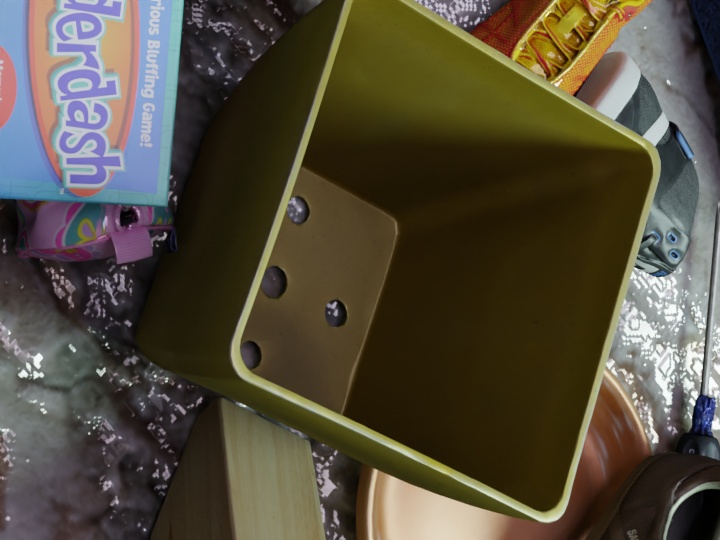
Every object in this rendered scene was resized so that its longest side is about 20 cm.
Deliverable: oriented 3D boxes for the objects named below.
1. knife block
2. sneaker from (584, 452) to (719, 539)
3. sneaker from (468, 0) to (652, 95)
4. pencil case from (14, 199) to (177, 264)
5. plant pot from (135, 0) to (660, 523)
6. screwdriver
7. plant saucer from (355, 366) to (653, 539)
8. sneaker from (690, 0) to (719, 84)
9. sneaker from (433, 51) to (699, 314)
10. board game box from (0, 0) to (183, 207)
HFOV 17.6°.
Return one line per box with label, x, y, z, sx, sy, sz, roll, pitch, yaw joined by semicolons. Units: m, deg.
knife block;-0.047;0.168;1.131;0.064;0.175;0.201;29;74;-28
sneaker;0.147;0.185;1.266;0.070;0.075;0.201;38;70;-25
sneaker;0.106;-0.135;1.284;0.073;0.077;0.200;38;65;-1
pencil case;-0.141;-0.102;1.133;0.087;0.087;0.202;-10;94;-31
plant pot;0.000;0.000;1.159;0.199;0.176;0.202;27;71;-28
screwdriver;0.207;0.058;1.372;0.028;0.029;0.202;9;89;-31
plant saucer;0.078;0.132;1.291;0.199;0.037;0.202;0;89;-32
sneaker;0.257;-0.106;1.387;0.077;0.070;0.202;-16;97;-26
sneaker;0.127;-0.017;1.301;0.112;0.073;0.200;46;66;-21
board game box;-0.180;-0.110;1.043;0.198;0.045;0.154;2;98;-19
